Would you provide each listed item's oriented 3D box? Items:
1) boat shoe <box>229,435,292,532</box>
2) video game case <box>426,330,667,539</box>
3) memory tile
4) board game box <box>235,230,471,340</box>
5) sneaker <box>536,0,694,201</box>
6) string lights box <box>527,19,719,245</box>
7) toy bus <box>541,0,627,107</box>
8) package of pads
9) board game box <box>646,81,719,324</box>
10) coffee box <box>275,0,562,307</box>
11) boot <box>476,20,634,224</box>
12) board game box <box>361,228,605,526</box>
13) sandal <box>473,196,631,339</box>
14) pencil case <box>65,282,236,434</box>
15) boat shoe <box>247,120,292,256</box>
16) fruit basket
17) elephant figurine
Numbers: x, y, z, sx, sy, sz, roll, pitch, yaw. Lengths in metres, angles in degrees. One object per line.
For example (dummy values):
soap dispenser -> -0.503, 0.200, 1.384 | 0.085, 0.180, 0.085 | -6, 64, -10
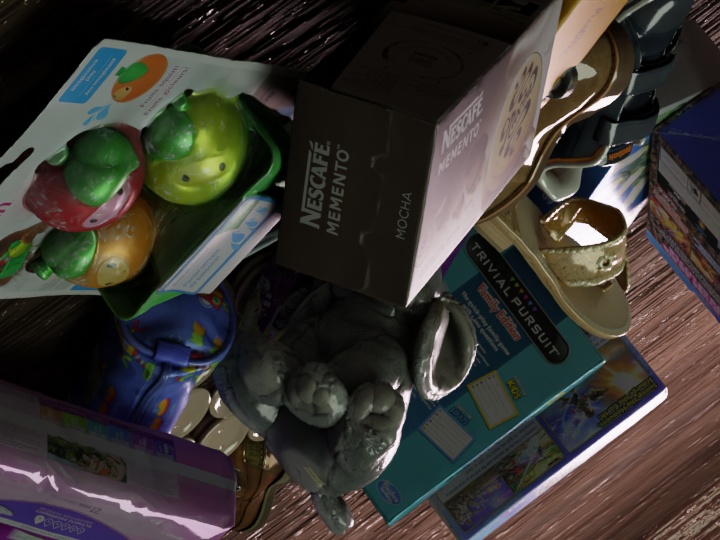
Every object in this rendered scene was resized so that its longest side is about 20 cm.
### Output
boat shoe -> -0.098, 0.151, 1.736 | 0.067, 0.072, 0.200 | -1, 155, -17
video game case -> 0.106, 0.085, 1.757 | 0.200, 0.182, 0.045 | -36, 163, -3
memory tile -> -0.084, 0.061, 1.545 | 0.153, 0.017, 0.201 | -24, 145, -37
board game box -> 0.000, 0.000, 1.538 | 0.200, 0.032, 0.121 | 3, 117, -60
sneaker -> 0.170, -0.122, 1.500 | 0.078, 0.080, 0.200 | -20, 162, -39
string lights box -> 0.188, -0.091, 1.680 | 0.102, 0.059, 0.200 | -24, 157, -35
toy bus -> 0.104, -0.155, 1.330 | 0.065, 0.078, 0.200 | -18, 154, -44
package of pads -> -0.187, 0.140, 1.368 | 0.199, 0.076, 0.121 | 20, 128, -29
board game box -> 0.297, -0.032, 1.664 | 0.097, 0.160, 0.200 | -35, 160, -8
coffee box -> 0.034, -0.081, 1.226 | 0.200, 0.079, 0.114 | -47, 152, -55
boot -> 0.090, -0.097, 1.469 | 0.075, 0.074, 0.200 | -6, 152, -37
board game box -> 0.056, 0.068, 1.663 | 0.199, 0.151, 0.047 | -36, 172, -4
sandal -> 0.157, -0.023, 1.620 | 0.069, 0.078, 0.211 | -30, 132, 29
pencil case -> -0.142, 0.080, 1.430 | 0.077, 0.087, 0.200 | 11, 140, -17
boat shoe -> -0.036, -0.045, 1.343 | 0.200, 0.072, 0.070 | -23, 157, -39
fruit basket -> -0.122, -0.040, 1.147 | 0.185, 0.094, 0.200 | -45, 164, 22
elephant figurine -> 0.012, 0.035, 1.444 | 0.200, 0.141, 0.155 | -54, -172, -32
